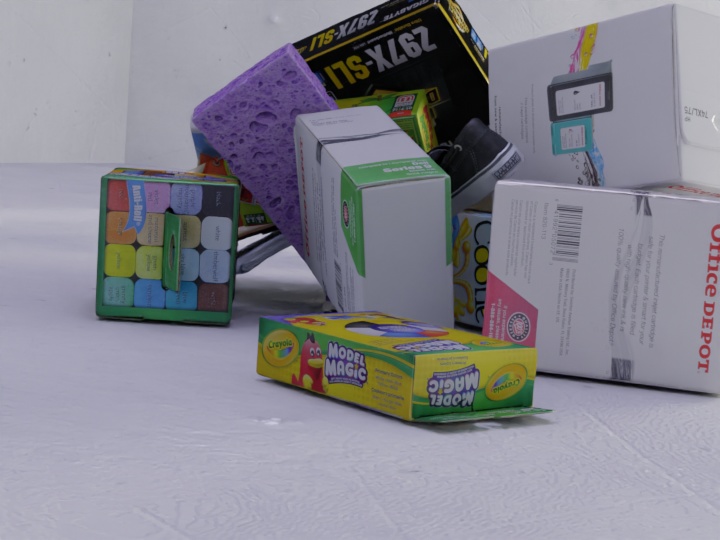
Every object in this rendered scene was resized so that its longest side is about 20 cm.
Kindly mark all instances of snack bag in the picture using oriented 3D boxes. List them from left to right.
[{"bbox_3d":[-0.061,-0.036,1.658,0.199,0.022,0.188,-30,7,-20],"label":"snack bag"}]

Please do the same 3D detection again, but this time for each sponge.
[{"bbox_3d":[-0.051,-0.098,1.493,0.111,0.200,0.030,-31,26,14],"label":"sponge"}]

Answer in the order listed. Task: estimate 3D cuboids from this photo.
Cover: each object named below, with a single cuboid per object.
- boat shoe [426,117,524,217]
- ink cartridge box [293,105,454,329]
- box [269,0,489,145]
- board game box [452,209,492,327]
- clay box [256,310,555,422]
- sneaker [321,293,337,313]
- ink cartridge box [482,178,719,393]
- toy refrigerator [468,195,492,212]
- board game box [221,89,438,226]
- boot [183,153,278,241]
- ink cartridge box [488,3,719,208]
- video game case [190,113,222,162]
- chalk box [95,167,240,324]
[{"bbox_3d":[0.076,-0.082,1.410,0.069,0.057,0.200,-46,6,-24],"label":"boat shoe"},{"bbox_3d":[0.009,-0.042,1.394,0.083,0.148,0.200,-9,25,-14],"label":"ink cartridge box"},{"bbox_3d":[0.030,-0.169,1.554,0.198,0.160,0.050,-19,35,27],"label":"box"},{"bbox_3d":[0.131,-0.001,1.560,0.104,0.104,0.199,2,5,-34],"label":"board game box"},{"bbox_3d":[0.031,0.065,1.132,0.114,0.048,0.199,-1,7,-40],"label":"clay box"},{"bbox_3d":[0.000,0.000,1.562,0.080,0.085,0.200,3,7,-9],"label":"sneaker"},{"bbox_3d":[0.202,0.010,1.291,0.198,0.148,0.083,7,6,16],"label":"ink cartridge box"},{"bbox_3d":[0.123,-0.098,1.620,0.069,0.077,0.199,2,5,-36],"label":"toy refrigerator"},{"bbox_3d":[-0.027,-0.105,1.550,0.198,0.102,0.048,-5,35,18],"label":"board game box"},{"bbox_3d":[-0.115,-0.083,1.675,0.199,0.108,0.075,-26,-1,-20],"label":"boot"},{"bbox_3d":[0.231,-0.127,1.409,0.146,0.148,0.199,5,-9,-44],"label":"ink cartridge box"},{"bbox_3d":[-0.071,-0.120,1.714,0.197,0.022,0.182,-1,-19,0],"label":"video game case"},{"bbox_3d":[-0.170,-0.023,1.459,0.122,0.126,0.200,4,5,-4],"label":"chalk box"}]
